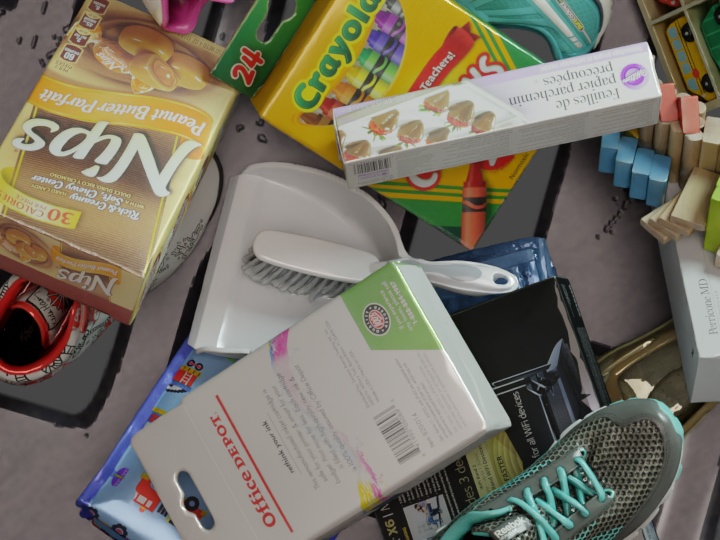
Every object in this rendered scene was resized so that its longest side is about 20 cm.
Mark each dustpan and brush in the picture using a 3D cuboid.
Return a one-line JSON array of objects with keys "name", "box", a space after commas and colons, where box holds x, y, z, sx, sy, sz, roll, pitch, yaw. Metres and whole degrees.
[{"name": "dustpan and brush", "box": [0.000, 0.000, 1.333, 0.198, 0.057, 0.141, 11, 63, 3]}]

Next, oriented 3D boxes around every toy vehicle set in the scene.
[{"name": "toy vehicle set", "box": [0.218, -0.207, 1.342, 0.026, 0.124, 0.202, -21, 89, -32]}]

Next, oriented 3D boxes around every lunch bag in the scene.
[{"name": "lunch bag", "box": [-0.066, 0.111, 1.353, 0.150, 0.094, 0.201, 33, 77, 1]}]

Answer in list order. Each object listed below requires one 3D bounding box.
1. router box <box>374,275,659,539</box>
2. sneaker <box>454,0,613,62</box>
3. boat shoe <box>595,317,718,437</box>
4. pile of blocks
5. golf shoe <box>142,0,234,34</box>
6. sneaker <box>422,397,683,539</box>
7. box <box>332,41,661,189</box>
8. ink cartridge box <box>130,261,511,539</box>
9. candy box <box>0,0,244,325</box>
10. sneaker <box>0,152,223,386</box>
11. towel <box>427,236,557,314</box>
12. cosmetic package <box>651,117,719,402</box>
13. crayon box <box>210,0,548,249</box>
[{"name": "router box", "box": [0.085, 0.123, 1.294, 0.156, 0.052, 0.202, -20, 83, 14]}, {"name": "sneaker", "box": [0.066, -0.189, 1.363, 0.198, 0.078, 0.080, 20, 98, -2]}, {"name": "boat shoe", "box": [0.197, 0.075, 1.364, 0.200, 0.063, 0.073, -35, 92, 2]}, {"name": "pile of blocks", "box": [0.199, -0.072, 1.301, 0.082, 0.062, 0.200, -33, 55, -25]}, {"name": "golf shoe", "box": [-0.067, -0.219, 1.307, 0.199, 0.075, 0.092, -30, 64, 36]}, {"name": "sneaker", "box": [0.103, 0.148, 1.214, 0.200, 0.091, 0.078, -40, 80, 11]}, {"name": "box", "box": [0.082, -0.094, 1.279, 0.198, 0.041, 0.039, -12, 68, 0]}, {"name": "ink cartridge box", "box": [-0.025, 0.096, 1.264, 0.199, 0.067, 0.118, -32, 81, 13]}, {"name": "candy box", "box": [-0.155, -0.074, 1.307, 0.115, 0.055, 0.201, 23, 49, -1]}, {"name": "sneaker", "box": [-0.162, -0.005, 1.333, 0.067, 0.108, 0.201, 44, 88, -1]}, {"name": "towel", "box": [0.089, 0.087, 1.352, 0.111, 0.048, 0.202, -13, 86, 23]}, {"name": "cosmetic package", "box": [0.266, -0.012, 1.321, 0.149, 0.052, 0.201, -1, 49, -3]}, {"name": "crayon box", "box": [0.021, -0.119, 1.324, 0.199, 0.051, 0.128, 30, 99, -16]}]
